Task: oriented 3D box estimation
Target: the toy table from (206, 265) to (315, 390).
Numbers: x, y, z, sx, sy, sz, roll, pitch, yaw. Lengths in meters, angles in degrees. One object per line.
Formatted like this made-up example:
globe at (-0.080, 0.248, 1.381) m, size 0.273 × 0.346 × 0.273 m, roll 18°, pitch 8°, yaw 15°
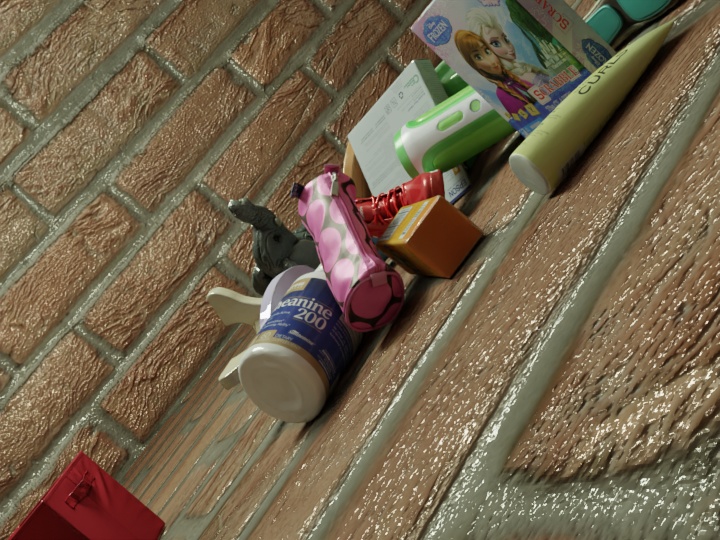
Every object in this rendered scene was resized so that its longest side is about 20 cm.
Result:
toy table at (-0.116, 0.084, 1.267) m, size 0.116 × 0.186 × 0.200 m, roll -27°, pitch 5°, yaw 26°

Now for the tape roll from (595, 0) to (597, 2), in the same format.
tape roll at (0.282, -0.427, 1.221) m, size 0.048 × 0.200 × 0.201 m, roll -44°, pitch 9°, yaw 29°

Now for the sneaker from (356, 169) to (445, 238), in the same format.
sneaker at (0.039, -0.075, 1.218) m, size 0.200 × 0.113 × 0.080 m, roll 120°, pitch 146°, yaw -70°

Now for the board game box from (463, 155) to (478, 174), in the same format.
board game box at (0.112, -0.128, 1.443) m, size 0.200 × 0.029 × 0.135 m, roll -44°, pitch 10°, yaw 42°

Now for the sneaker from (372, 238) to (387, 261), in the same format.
sneaker at (0.000, 0.000, 1.354) m, size 0.203 × 0.077 × 0.090 m, roll -61°, pitch 15°, yaw 19°

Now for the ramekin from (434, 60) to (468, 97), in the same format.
ramekin at (0.190, -0.287, 1.375) m, size 0.199 × 0.098 × 0.201 m, roll -38°, pitch 15°, yaw 12°

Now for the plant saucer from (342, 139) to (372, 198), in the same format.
plant saucer at (0.019, -0.125, 1.509) m, size 0.032 × 0.204 × 0.201 m, roll -1°, pitch 29°, yaw 19°

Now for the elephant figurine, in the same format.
elephant figurine at (-0.115, -0.022, 1.442) m, size 0.198 × 0.155 × 0.143 m, roll -15°, pitch -36°, yaw -50°

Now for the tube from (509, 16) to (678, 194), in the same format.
tube at (0.218, -0.159, 0.877) m, size 0.200 × 0.052 × 0.058 m, roll -47°, pitch 47°, yaw -11°

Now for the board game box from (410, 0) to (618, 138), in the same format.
board game box at (0.166, -0.245, 1.020) m, size 0.041 × 0.199 × 0.200 m, roll -50°, pitch 6°, yaw -15°

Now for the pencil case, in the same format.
pencil case at (-0.013, -0.029, 1.088) m, size 0.202 × 0.089 × 0.095 m, roll 63°, pitch 143°, yaw 40°

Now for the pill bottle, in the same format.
pill bottle at (-0.055, 0.074, 1.119) m, size 0.111 × 0.111 × 0.201 m, roll -42°, pitch 11°, yaw 44°

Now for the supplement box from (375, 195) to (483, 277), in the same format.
supplement box at (0.073, -0.036, 1.067) m, size 0.069 × 0.066 × 0.200 m, roll -53°, pitch 7°, yaw -3°

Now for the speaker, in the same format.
speaker at (0.142, -0.191, 1.199) m, size 0.198 × 0.089 × 0.089 m, roll -29°, pitch 16°, yaw 25°

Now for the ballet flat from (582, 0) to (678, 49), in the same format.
ballet flat at (0.299, -0.300, 1.027) m, size 0.062 × 0.068 × 0.200 m, roll -41°, pitch 3°, yaw -23°

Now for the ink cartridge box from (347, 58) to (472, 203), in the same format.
ink cartridge box at (0.076, -0.163, 1.349) m, size 0.043 × 0.203 × 0.196 m, roll -14°, pitch -16°, yaw -38°

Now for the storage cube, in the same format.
storage cube at (-0.424, 0.418, 1.389) m, size 0.200 × 0.179 × 0.171 m, roll -47°, pitch 7°, yaw 11°
